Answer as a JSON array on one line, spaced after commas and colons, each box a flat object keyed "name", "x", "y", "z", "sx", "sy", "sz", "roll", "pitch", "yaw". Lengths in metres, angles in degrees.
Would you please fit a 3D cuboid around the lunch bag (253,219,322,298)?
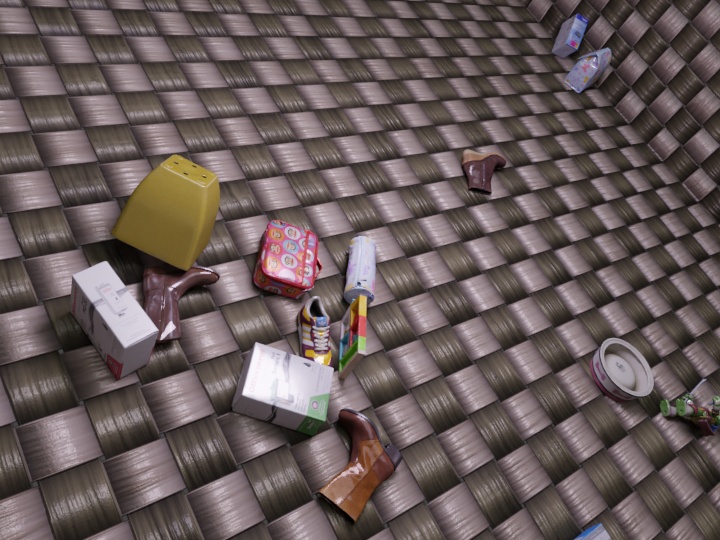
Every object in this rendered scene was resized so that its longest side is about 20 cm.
[{"name": "lunch bag", "x": -0.184, "y": -0.025, "z": 1.693, "sx": 0.175, "sy": 0.082, "sz": 0.201, "roll": 19, "pitch": 50, "yaw": -20}]

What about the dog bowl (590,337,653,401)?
[{"name": "dog bowl", "x": 0.798, "y": 0.313, "z": 1.970, "sx": 0.199, "sy": 0.074, "sz": 0.201, "roll": 14, "pitch": 50, "yaw": -18}]

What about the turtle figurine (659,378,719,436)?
[{"name": "turtle figurine", "x": 1.046, "y": 0.405, "z": 1.991, "sx": 0.193, "sy": 0.201, "sz": 0.144, "roll": 7, "pitch": 18, "yaw": -19}]

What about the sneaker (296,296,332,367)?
[{"name": "sneaker", "x": -0.108, "y": 0.161, "z": 1.575, "sx": 0.075, "sy": 0.090, "sz": 0.201, "roll": -2, "pitch": 56, "yaw": -30}]

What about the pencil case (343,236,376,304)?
[{"name": "pencil case", "x": 0.000, "y": 0.000, "z": 1.763, "sx": 0.083, "sy": 0.091, "sz": 0.201, "roll": -9, "pitch": 47, "yaw": 15}]

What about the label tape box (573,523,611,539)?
[{"name": "label tape box", "x": 0.577, "y": 0.734, "z": 1.522, "sx": 0.143, "sy": 0.066, "sz": 0.200, "roll": -15, "pitch": 62, "yaw": -36}]

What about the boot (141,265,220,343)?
[{"name": "boot", "x": -0.418, "y": 0.085, "z": 1.481, "sx": 0.185, "sy": 0.064, "sz": 0.201, "roll": -1, "pitch": 52, "yaw": -14}]

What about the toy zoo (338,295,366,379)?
[{"name": "toy zoo", "x": -0.020, "y": 0.154, "z": 1.602, "sx": 0.020, "sy": 0.131, "sz": 0.201, "roll": 16, "pitch": 50, "yaw": -17}]

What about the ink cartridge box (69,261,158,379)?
[{"name": "ink cartridge box", "x": -0.525, "y": 0.105, "z": 1.350, "sx": 0.083, "sy": 0.147, "sz": 0.200, "roll": -30, "pitch": 72, "yaw": -39}]

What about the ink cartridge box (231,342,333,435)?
[{"name": "ink cartridge box", "x": -0.175, "y": 0.269, "z": 1.457, "sx": 0.199, "sy": 0.084, "sz": 0.147, "roll": 20, "pitch": 47, "yaw": -14}]

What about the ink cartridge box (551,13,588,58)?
[{"name": "ink cartridge box", "x": 1.044, "y": -1.175, "z": 3.169, "sx": 0.076, "sy": 0.136, "sz": 0.201, "roll": 21, "pitch": 85, "yaw": -14}]

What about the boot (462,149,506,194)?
[{"name": "boot", "x": 0.457, "y": -0.348, "z": 2.322, "sx": 0.199, "sy": 0.072, "sz": 0.167, "roll": 6, "pitch": 65, "yaw": -27}]

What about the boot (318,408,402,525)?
[{"name": "boot", "x": -0.028, "y": 0.435, "z": 1.442, "sx": 0.188, "sy": 0.068, "sz": 0.200, "roll": 48, "pitch": 54, "yaw": 2}]

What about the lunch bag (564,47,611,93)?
[{"name": "lunch bag", "x": 1.097, "y": -0.974, "z": 3.059, "sx": 0.127, "sy": 0.200, "sz": 0.169, "roll": 46, "pitch": 48, "yaw": 11}]

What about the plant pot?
[{"name": "plant pot", "x": -0.439, "y": -0.155, "z": 1.523, "sx": 0.195, "sy": 0.201, "sz": 0.194, "roll": 27, "pitch": 21, "yaw": -9}]
